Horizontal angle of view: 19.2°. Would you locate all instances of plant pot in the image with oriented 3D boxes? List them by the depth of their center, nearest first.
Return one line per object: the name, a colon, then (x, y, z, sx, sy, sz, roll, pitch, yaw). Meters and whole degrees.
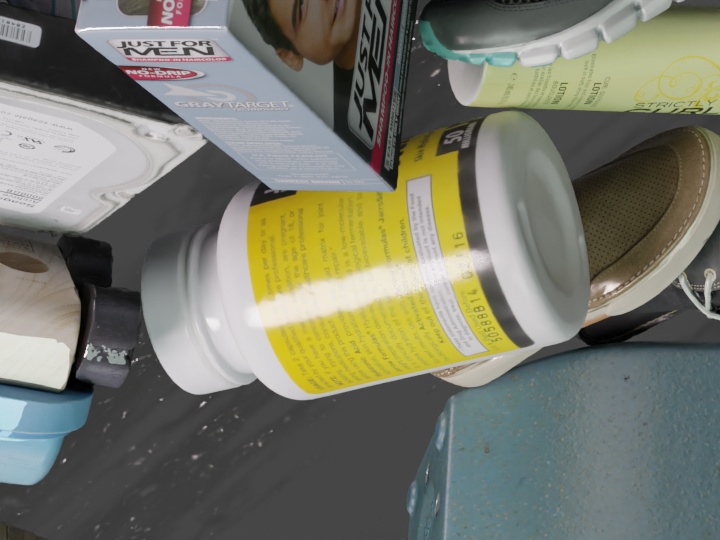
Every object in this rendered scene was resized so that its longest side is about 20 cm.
plant pot: (0.127, 0.154, 1.141, 0.198, 0.198, 0.196, 9, 148, -5)

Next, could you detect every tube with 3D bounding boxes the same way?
tube: (0.141, -0.100, 1.000, 0.198, 0.058, 0.052, 0, 97, -19)

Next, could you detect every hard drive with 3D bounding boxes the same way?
hard drive: (-0.156, -0.063, 0.917, 0.139, 0.038, 0.200, 13, 164, -22)

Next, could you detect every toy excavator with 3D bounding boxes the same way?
toy excavator: (-0.195, 0.069, 1.052, 0.099, 0.195, 0.201, 12, 106, -21)

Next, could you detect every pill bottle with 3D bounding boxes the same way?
pill bottle: (0.000, 0.000, 1.017, 0.199, 0.112, 0.111, -15, 138, 22)

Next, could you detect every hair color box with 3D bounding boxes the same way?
hair color box: (-0.036, -0.104, 0.816, 0.060, 0.100, 0.200, 2, 167, 19)

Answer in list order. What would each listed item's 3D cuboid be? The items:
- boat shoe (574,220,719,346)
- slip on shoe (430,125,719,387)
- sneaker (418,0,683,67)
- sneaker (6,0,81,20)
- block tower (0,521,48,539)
boat shoe: (0.179, -0.009, 1.078, 0.072, 0.068, 0.200, 26, 135, -36)
slip on shoe: (0.095, -0.011, 1.065, 0.199, 0.076, 0.060, -33, 135, 32)
sneaker: (0.110, -0.154, 0.911, 0.199, 0.078, 0.092, -25, 111, -9)
sneaker: (-0.121, -0.142, 0.890, 0.200, 0.071, 0.080, 29, 121, -33)
block tower: (-0.236, 0.166, 1.194, 0.199, 0.054, 0.058, 25, 125, -32)
